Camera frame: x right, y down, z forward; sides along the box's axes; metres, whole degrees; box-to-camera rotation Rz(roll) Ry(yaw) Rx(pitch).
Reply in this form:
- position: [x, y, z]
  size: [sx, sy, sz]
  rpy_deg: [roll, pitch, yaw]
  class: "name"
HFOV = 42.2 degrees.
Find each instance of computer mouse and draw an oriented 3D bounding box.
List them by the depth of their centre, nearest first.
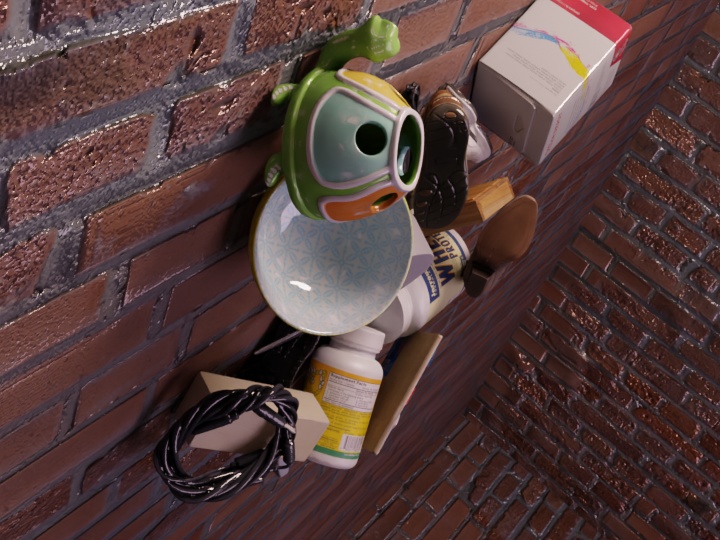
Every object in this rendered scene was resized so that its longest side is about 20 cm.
- position: [0.038, -0.128, 1.194]
  size: [0.141, 0.045, 0.204]
  rpy_deg: [81, 21, -68]
  class: "computer mouse"

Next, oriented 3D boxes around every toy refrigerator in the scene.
- position: [-0.146, 0.199, 1.271]
  size: [0.198, 0.070, 0.077]
  rpy_deg: [17, 114, -41]
  class: "toy refrigerator"

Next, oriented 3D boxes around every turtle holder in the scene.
- position: [-0.003, -0.139, 0.932]
  size: [0.141, 0.130, 0.188]
  rpy_deg: [55, 49, -51]
  class: "turtle holder"

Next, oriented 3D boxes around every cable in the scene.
- position: [-0.165, 0.219, 1.188]
  size: [0.197, 0.051, 0.166]
  rpy_deg: [-5, 126, -30]
  class: "cable"

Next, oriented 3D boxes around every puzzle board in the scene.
- position: [0.048, 0.184, 1.442]
  size: [0.202, 0.017, 0.150]
  rpy_deg: [-59, -164, -11]
  class: "puzzle board"

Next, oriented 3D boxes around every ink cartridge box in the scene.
- position: [0.281, -0.296, 1.405]
  size: [0.200, 0.144, 0.146]
  rpy_deg: [-47, 164, -18]
  class: "ink cartridge box"

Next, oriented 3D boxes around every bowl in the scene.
- position: [-0.047, -0.036, 1.078]
  size: [0.201, 0.200, 0.107]
  rpy_deg: [-49, -155, -8]
  class: "bowl"

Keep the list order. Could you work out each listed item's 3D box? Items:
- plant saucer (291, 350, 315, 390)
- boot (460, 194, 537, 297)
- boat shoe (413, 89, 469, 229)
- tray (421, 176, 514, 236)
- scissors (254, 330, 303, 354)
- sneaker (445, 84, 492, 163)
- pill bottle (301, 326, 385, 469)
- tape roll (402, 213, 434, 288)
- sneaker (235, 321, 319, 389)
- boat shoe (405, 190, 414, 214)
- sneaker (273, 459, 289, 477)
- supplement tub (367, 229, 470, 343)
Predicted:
- position: [-0.128, 0.197, 1.473]
  size: [0.201, 0.034, 0.200]
  rpy_deg: [-48, 172, -9]
  class: "plant saucer"
- position: [0.215, -0.046, 1.438]
  size: [0.202, 0.070, 0.146]
  rpy_deg: [-57, 177, 24]
  class: "boot"
- position: [0.109, -0.149, 1.255]
  size: [0.075, 0.074, 0.202]
  rpy_deg: [-95, -171, -48]
  class: "boat shoe"
- position: [0.124, -0.088, 1.404]
  size: [0.198, 0.038, 0.098]
  rpy_deg: [-14, -165, 43]
  class: "tray"
- position: [-0.049, 0.065, 1.252]
  size: [0.197, 0.014, 0.073]
  rpy_deg: [-19, 167, -28]
  class: "scissors"
- position: [0.122, -0.184, 1.367]
  size: [0.115, 0.076, 0.200]
  rpy_deg: [-44, 156, 3]
  class: "sneaker"
- position: [-0.031, 0.179, 1.386]
  size: [0.113, 0.111, 0.204]
  rpy_deg: [15, 92, -72]
  class: "pill bottle"
- position: [0.000, 0.000, 1.269]
  size: [0.198, 0.067, 0.201]
  rpy_deg: [-26, 168, -6]
  class: "tape roll"
- position: [-0.117, 0.142, 1.370]
  size: [0.201, 0.076, 0.088]
  rpy_deg: [-50, 176, 10]
  class: "sneaker"
- position: [0.045, -0.098, 1.327]
  size: [0.071, 0.061, 0.201]
  rpy_deg: [-11, -169, 41]
  class: "boat shoe"
- position: [-0.122, 0.275, 1.494]
  size: [0.071, 0.073, 0.201]
  rpy_deg: [-39, 169, -23]
  class: "sneaker"
- position: [0.073, 0.017, 1.491]
  size: [0.199, 0.144, 0.146]
  rpy_deg: [-35, 157, -46]
  class: "supplement tub"
